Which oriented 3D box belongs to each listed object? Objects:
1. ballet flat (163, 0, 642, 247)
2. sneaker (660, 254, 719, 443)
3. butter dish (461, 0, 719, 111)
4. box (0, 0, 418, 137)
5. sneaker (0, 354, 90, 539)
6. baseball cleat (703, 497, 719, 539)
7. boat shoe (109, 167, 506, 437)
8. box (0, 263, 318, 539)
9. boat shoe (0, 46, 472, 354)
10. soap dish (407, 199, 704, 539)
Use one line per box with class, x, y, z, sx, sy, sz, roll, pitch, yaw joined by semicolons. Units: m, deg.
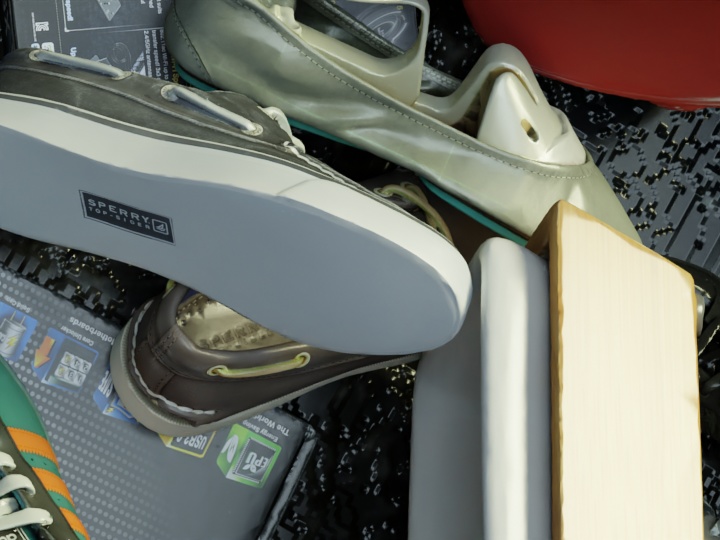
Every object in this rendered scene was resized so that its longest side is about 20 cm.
ballet flat;0.026;-0.063;0.913;0.199;0.067;0.064;25;114;-9
sneaker;0.177;0.059;0.974;0.200;0.104;0.060;40;80;-7
butter dish;0.123;-0.127;0.950;0.199;0.148;0.200;12;44;21
box;-0.064;-0.149;0.961;0.157;0.050;0.201;-6;89;-13
sneaker;-0.127;0.091;0.872;0.071;0.080;0.201;-28;91;-13
baseball cleat;0.138;0.113;0.981;0.199;0.070;0.107;5;86;-13
boat shoe;0.000;0.000;0.941;0.199;0.060;0.072;-23;77;-28
box;-0.144;0.102;0.932;0.199;0.048;0.194;29;78;-9
boat shoe;-0.048;-0.031;0.876;0.199;0.072;0.068;16;49;17
soap dish;0.068;0.098;0.874;0.081;0.157;0.201;5;67;-8
